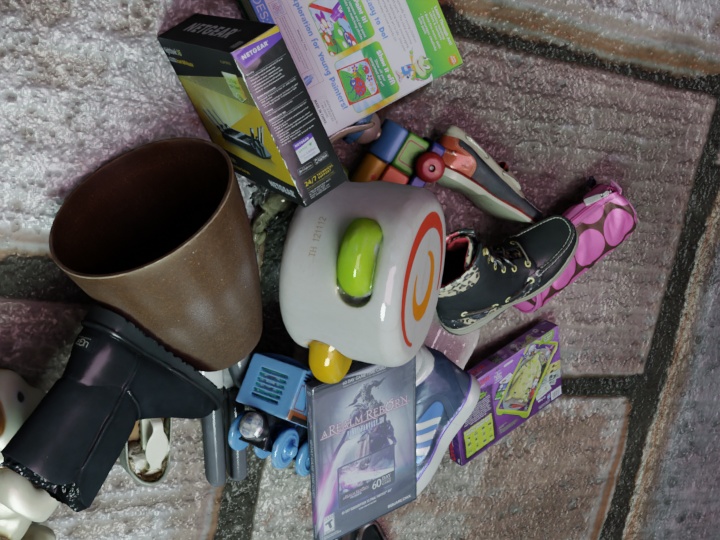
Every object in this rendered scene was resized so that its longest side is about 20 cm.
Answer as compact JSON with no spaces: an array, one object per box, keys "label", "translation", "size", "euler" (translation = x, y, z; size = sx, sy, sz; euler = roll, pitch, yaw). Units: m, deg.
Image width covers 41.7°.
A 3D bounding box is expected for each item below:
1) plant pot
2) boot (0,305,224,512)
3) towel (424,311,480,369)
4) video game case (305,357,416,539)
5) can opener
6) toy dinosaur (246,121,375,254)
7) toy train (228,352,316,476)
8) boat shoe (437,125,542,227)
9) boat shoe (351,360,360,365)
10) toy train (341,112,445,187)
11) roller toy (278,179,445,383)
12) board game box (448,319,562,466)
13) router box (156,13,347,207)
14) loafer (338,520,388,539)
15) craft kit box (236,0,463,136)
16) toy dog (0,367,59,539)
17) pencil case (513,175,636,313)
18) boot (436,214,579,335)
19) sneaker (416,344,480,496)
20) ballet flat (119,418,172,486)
[{"label":"plant pot","translation":[-0.176,0.005,0.943],"size":[0.187,0.187,0.201],"euler":[-37,134,-15]},{"label":"boot","translation":[-0.232,0.148,0.902],"size":[0.169,0.076,0.200],"euler":[-63,144,-17]},{"label":"towel","translation":[0.061,0.135,1.198],"size":[0.132,0.034,0.201],"euler":[27,91,-35]},{"label":"video game case","translation":[0.004,0.195,1.056],"size":[0.142,0.019,0.201],"euler":[-17,117,-34]},{"label":"can opener","translation":[-0.149,0.155,1.061],"size":[0.053,0.067,0.201],"euler":[-9,110,-27]},{"label":"toy dinosaur","translation":[-0.069,-0.094,0.999],"size":[0.200,0.088,0.047],"euler":[-44,84,11]},{"label":"toy train","translation":[-0.070,0.166,1.065],"size":[0.200,0.086,0.115],"euler":[39,70,-61]},{"label":"boat shoe","translation":[0.161,-0.107,1.156],"size":[0.199,0.071,0.063],"euler":[27,80,-38]},{"label":"boat shoe","translation":[0.019,0.042,1.121],"size":[0.201,0.066,0.072],"euler":[-60,155,14]},{"label":"toy train","translation":[-0.001,-0.080,1.071],"size":[0.115,0.085,0.201],"euler":[29,98,-18]},{"label":"roller toy","translation":[0.000,0.000,0.969],"size":[0.183,0.139,0.201],"euler":[-59,152,-46]},{"label":"board game box","translation":[0.193,0.163,1.269],"size":[0.199,0.032,0.121],"euler":[-28,128,-29]},{"label":"router box","translation":[-0.107,-0.157,0.901],"size":[0.052,0.200,0.158],"euler":[-35,120,-16]},{"label":"loafer","translation":[0.015,0.385,1.238],"size":[0.072,0.063,0.201],"euler":[-27,118,-20]},{"label":"craft kit box","translation":[-0.014,-0.265,0.988],"size":[0.197,0.048,0.201],"euler":[-29,106,-16]},{"label":"toy dog","translation":[-0.363,0.192,0.924],"size":[0.193,0.140,0.201],"euler":[13,100,-7]},{"label":"pencil case","translation":[0.265,-0.033,1.231],"size":[0.200,0.091,0.094],"euler":[-39,157,-16]},{"label":"boot","translation":[0.162,-0.013,1.104],"size":[0.203,0.074,0.154],"euler":[-37,152,3]},{"label":"sneaker","translation":[0.038,0.178,1.142],"size":[0.146,0.081,0.201],"euler":[29,101,-22]},{"label":"ballet flat","translation":[-0.224,0.137,1.013],"size":[0.067,0.064,0.201],"euler":[-5,108,-29]}]
